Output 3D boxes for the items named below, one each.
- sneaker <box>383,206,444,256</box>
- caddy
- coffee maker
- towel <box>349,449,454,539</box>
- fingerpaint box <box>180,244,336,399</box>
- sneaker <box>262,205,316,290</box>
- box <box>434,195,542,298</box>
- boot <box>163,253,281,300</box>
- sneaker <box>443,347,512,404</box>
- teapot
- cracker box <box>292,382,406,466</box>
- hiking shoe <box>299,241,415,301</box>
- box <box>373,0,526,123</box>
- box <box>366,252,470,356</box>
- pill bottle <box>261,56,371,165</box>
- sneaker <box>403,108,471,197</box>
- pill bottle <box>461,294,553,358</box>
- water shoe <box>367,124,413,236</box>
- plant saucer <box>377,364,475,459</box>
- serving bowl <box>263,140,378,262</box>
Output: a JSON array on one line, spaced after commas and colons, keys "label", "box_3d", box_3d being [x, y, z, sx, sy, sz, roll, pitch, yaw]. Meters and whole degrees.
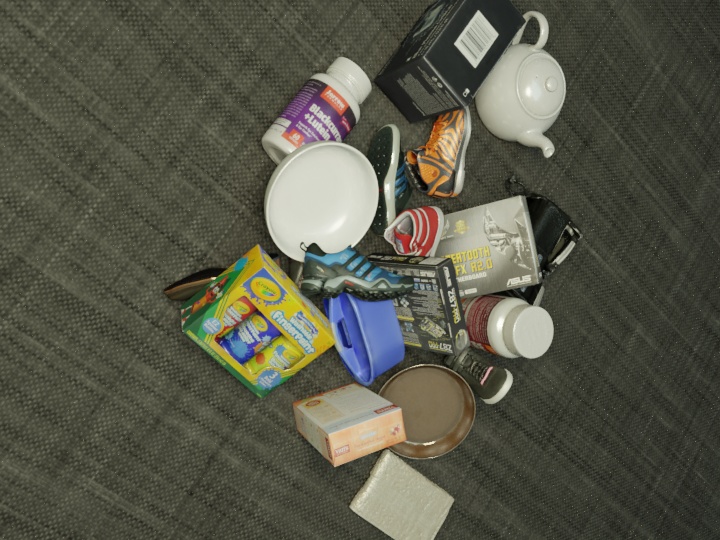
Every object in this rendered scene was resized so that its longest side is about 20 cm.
[{"label": "sneaker", "box_3d": [0.089, -0.017, 1.187, 0.111, 0.070, 0.206, -5, 108, -51]}, {"label": "caddy", "box_3d": [-0.006, 0.099, 1.146, 0.103, 0.141, 0.205, -21, 100, -24]}, {"label": "coffee maker", "box_3d": [0.315, -0.041, 1.300, 0.190, 0.135, 0.202, 34, 78, 3]}, {"label": "towel", "box_3d": [0.083, 0.451, 1.263, 0.199, 0.034, 0.134, 40, 76, -19]}, {"label": "fingerpaint box", "box_3d": [-0.162, 0.089, 1.054, 0.165, 0.074, 0.201, -36, 125, 6]}, {"label": "sneaker", "box_3d": [-0.126, -0.062, 1.128, 0.113, 0.075, 0.205, 21, 75, -18]}, {"label": "box", "box_3d": [0.224, -0.037, 1.207, 0.048, 0.196, 0.163, -12, 90, -63]}, {"label": "boot", "box_3d": [-0.220, 0.044, 1.082, 0.195, 0.075, 0.099, -15, 106, -9]}, {"label": "sneaker", "box_3d": [0.212, 0.186, 1.224, 0.099, 0.200, 0.071, 38, 86, -9]}, {"label": "teapot", "box_3d": [0.327, -0.355, 1.263, 0.199, 0.145, 0.199, 42, 77, -19]}, {"label": "cracker box", "box_3d": [-0.024, 0.257, 1.114, 0.131, 0.199, 0.059, -13, 98, -21]}, {"label": "hiking shoe", "box_3d": [0.000, 0.000, 1.047, 0.195, 0.074, 0.089, 5, 75, -23]}, {"label": "box", "box_3d": [0.152, -0.386, 1.154, 0.117, 0.199, 0.198, 40, 77, -20]}, {"label": "box", "box_3d": [0.091, 0.056, 1.143, 0.049, 0.197, 0.165, -25, 109, -37]}, {"label": "pill bottle", "box_3d": [-0.069, -0.261, 1.112, 0.111, 0.111, 0.202, 41, 77, -20]}, {"label": "sneaker", "box_3d": [0.143, -0.242, 1.225, 0.109, 0.077, 0.206, 0, 93, -24]}, {"label": "pill bottle", "box_3d": [0.266, 0.104, 1.232, 0.107, 0.199, 0.113, -1, 94, -22]}, {"label": "water shoe", "box_3d": [0.057, -0.165, 1.208, 0.078, 0.071, 0.206, -2, 98, -45]}, {"label": "plant saucer", "box_3d": [0.119, 0.264, 1.236, 0.194, 0.032, 0.206, -1, 109, -4]}, {"label": "serving bowl", "box_3d": [-0.070, -0.118, 1.053, 0.196, 0.066, 0.205, -15, 124, -23]}]
